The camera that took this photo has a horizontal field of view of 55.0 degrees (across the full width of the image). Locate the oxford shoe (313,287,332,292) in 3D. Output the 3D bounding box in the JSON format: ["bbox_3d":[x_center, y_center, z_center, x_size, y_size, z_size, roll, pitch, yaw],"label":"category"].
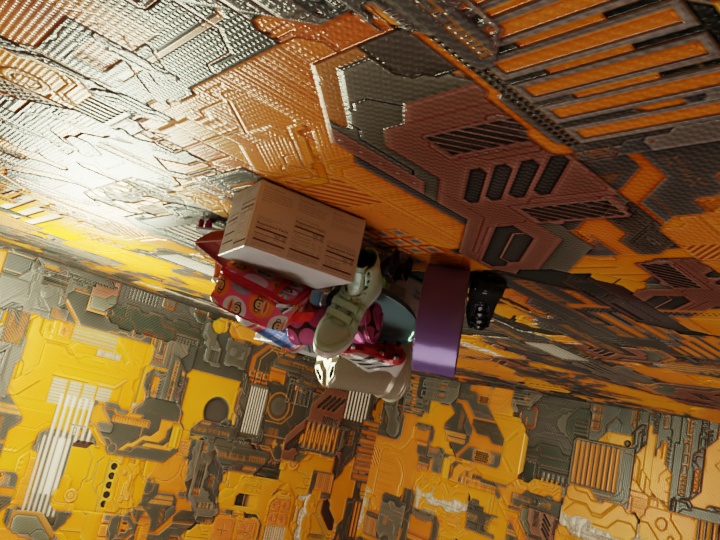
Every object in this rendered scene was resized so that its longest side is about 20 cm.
[{"bbox_3d":[-0.143,0.035,1.508,0.195,0.073,0.071,5,165,28],"label":"oxford shoe"}]

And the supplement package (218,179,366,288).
[{"bbox_3d":[-0.117,-0.055,1.172,0.196,0.114,0.155,20,167,-26],"label":"supplement package"}]

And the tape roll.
[{"bbox_3d":[0.154,0.094,1.313,0.083,0.206,0.200,9,168,10],"label":"tape roll"}]

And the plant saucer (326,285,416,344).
[{"bbox_3d":[0.026,0.082,1.373,0.195,0.028,0.202,17,148,11],"label":"plant saucer"}]

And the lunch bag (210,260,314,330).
[{"bbox_3d":[-0.164,0.043,1.259,0.173,0.084,0.200,26,-167,4],"label":"lunch bag"}]

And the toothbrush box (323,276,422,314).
[{"bbox_3d":[0.036,0.051,1.546,0.144,0.088,0.197,25,163,-40],"label":"toothbrush box"}]

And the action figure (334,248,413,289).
[{"bbox_3d":[0.000,0.000,1.355,0.196,0.071,0.130,-5,145,34],"label":"action figure"}]

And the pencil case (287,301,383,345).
[{"bbox_3d":[-0.046,0.100,1.340,0.196,0.094,0.093,-2,175,34],"label":"pencil case"}]

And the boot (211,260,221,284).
[{"bbox_3d":[-0.322,0.005,1.712,0.073,0.110,0.200,10,170,7],"label":"boot"}]

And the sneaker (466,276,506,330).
[{"bbox_3d":[0.245,0.070,1.379,0.074,0.093,0.200,12,167,11],"label":"sneaker"}]

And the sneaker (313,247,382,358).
[{"bbox_3d":[-0.027,0.047,1.199,0.072,0.202,0.120,21,145,20],"label":"sneaker"}]

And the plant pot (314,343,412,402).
[{"bbox_3d":[-0.003,0.203,1.609,0.179,0.207,0.199,5,173,-27],"label":"plant pot"}]

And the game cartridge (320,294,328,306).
[{"bbox_3d":[0.013,0.100,1.505,0.195,0.041,0.134,12,162,18],"label":"game cartridge"}]

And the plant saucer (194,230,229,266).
[{"bbox_3d":[-0.200,-0.031,1.391,0.194,0.038,0.200,-2,152,25],"label":"plant saucer"}]

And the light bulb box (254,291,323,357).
[{"bbox_3d":[-0.128,0.100,1.688,0.197,0.204,0.123,21,169,-37],"label":"light bulb box"}]

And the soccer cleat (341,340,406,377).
[{"bbox_3d":[-0.002,0.169,1.431,0.194,0.070,0.087,14,135,6],"label":"soccer cleat"}]

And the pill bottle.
[{"bbox_3d":[-0.189,0.078,1.431,0.198,0.115,0.111,33,160,-28],"label":"pill bottle"}]

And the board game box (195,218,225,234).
[{"bbox_3d":[-0.221,-0.060,1.485,0.195,0.027,0.199,7,166,31],"label":"board game box"}]
